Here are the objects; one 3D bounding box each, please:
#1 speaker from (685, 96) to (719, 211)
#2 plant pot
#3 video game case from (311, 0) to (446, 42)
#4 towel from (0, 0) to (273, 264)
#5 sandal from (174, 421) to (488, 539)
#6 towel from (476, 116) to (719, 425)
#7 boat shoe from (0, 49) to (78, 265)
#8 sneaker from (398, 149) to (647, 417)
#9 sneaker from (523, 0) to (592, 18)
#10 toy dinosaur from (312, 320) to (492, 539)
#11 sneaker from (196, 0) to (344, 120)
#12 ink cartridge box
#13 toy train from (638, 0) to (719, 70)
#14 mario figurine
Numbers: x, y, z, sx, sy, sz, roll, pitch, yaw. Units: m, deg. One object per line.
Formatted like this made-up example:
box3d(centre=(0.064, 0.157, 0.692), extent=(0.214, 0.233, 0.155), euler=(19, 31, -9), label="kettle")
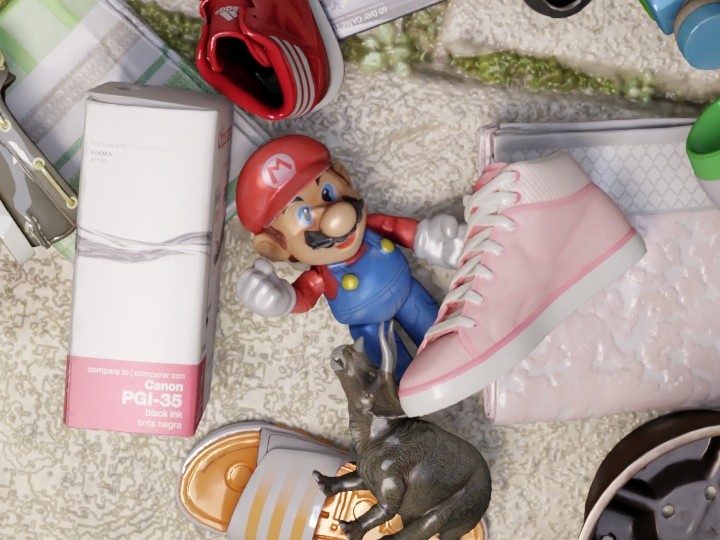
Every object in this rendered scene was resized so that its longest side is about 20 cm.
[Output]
box3d(centre=(0.289, -0.026, 1.724), extent=(0.088, 0.088, 0.200), euler=(-40, 112, 4), label="speaker")
box3d(centre=(0.220, 0.177, 1.712), extent=(0.200, 0.198, 0.201), euler=(0, 96, -1), label="plant pot")
box3d(centre=(-0.044, -0.240, 1.735), extent=(0.143, 0.019, 0.200), euler=(-19, 96, 15), label="video game case")
box3d(centre=(-0.166, -0.087, 1.761), extent=(0.200, 0.031, 0.149), euler=(44, 94, -5), label="towel")
box3d(centre=(-0.016, 0.151, 1.776), extent=(0.206, 0.059, 0.079), euler=(12, 96, -2), label="sandal")
box3d(centre=(0.173, -0.002, 1.752), extent=(0.200, 0.032, 0.191), euler=(-4, 96, -13), label="towel")
box3d(centre=(-0.239, -0.104, 1.719), extent=(0.060, 0.072, 0.202), euler=(-30, 93, -6), label="boat shoe")
box3d(centre=(0.077, 0.000, 1.663), extent=(0.200, 0.075, 0.105), euler=(-38, 99, -29), label="sneaker")
box3d(centre=(0.112, -0.252, 1.658), extent=(0.075, 0.106, 0.200), euler=(-14, 95, 2), label="sneaker")
box3d(centre=(0.039, 0.134, 1.711), extent=(0.102, 0.077, 0.200), euler=(-39, 120, 6), label="toy dinosaur")
box3d(centre=(-0.075, -0.184, 1.683), extent=(0.078, 0.116, 0.200), euler=(-29, 95, 16), label="sneaker")
box3d(centre=(-0.128, -0.010, 1.684), extent=(0.083, 0.147, 0.200), euler=(5, 97, 1), label="ink cartridge box")
box3d(centre=(0.258, -0.210, 1.696), extent=(0.200, 0.116, 0.085), euler=(-30, 139, 3), label="toy train")
box3d(centre=(0.000, 0.000, 1.716), extent=(0.106, 0.124, 0.200), euler=(-26, 114, 32), label="mario figurine")
